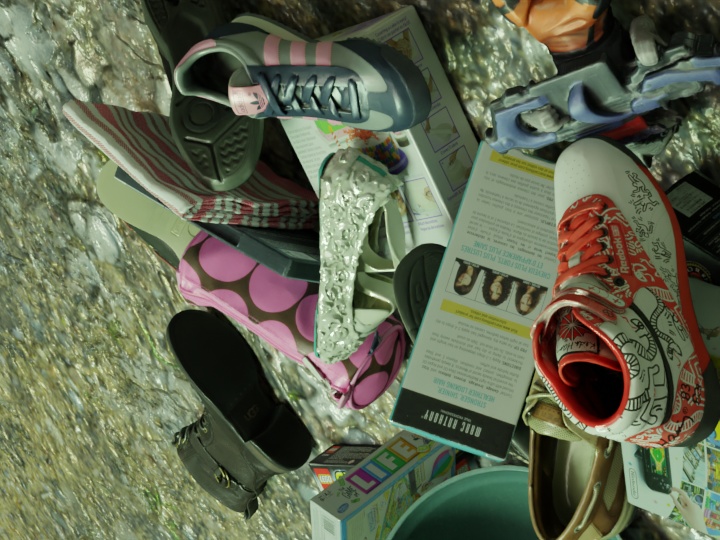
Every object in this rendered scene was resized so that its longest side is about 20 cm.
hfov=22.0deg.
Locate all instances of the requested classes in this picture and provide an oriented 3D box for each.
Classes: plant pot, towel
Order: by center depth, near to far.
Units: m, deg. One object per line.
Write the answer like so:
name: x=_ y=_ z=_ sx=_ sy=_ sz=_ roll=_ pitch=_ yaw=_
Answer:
plant pot: x=0.121 y=0.270 z=1.453 sx=0.200 sy=0.200 sz=0.134 roll=37 pitch=169 yaw=27
towel: x=-0.127 y=-0.086 z=1.455 sx=0.146 sy=0.200 sz=0.030 roll=38 pitch=107 yaw=25

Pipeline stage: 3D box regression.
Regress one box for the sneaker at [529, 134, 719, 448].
sneaker: x=0.138 y=0.005 z=1.069 sx=0.067 sy=0.108 sz=0.202 roll=-30 pitch=66 yaw=35

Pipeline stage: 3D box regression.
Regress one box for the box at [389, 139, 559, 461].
box: x=0.088 y=0.021 z=1.243 sx=0.082 sy=0.201 sz=0.049 roll=18 pitch=174 yaw=4

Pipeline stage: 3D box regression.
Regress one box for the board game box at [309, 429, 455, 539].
board game box: x=0.021 y=0.229 z=1.507 sx=0.034 sy=0.134 sz=0.200 roll=31 pitch=138 yaw=33

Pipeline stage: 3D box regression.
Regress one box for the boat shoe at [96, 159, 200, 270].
boat shoe: x=-0.142 y=-0.029 z=1.628 sx=0.201 sy=0.074 sz=0.063 roll=38 pitch=-177 yaw=7

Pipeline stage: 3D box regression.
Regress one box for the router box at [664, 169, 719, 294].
router box: x=0.243 y=0.056 z=1.202 sx=0.150 sy=0.062 sz=0.200 roll=34 pitch=141 yaw=28

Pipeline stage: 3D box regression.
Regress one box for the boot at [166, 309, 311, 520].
boot: x=-0.142 y=0.144 z=1.768 sx=0.200 sy=0.069 sz=0.174 roll=53 pitch=147 yaw=0

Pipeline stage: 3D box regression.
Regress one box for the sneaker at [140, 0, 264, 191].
sneaker: x=-0.109 y=-0.131 z=1.436 sx=0.114 sy=0.076 sz=0.200 roll=58 pitch=-172 yaw=-57

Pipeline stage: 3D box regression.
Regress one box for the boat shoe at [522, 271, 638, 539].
boat shoe: x=0.145 y=0.089 z=1.201 sx=0.076 sy=0.074 sz=0.201 roll=11 pitch=110 yaw=41

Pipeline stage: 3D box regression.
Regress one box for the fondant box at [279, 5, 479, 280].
fondant box: x=0.022 y=-0.082 z=1.371 sx=0.144 sy=0.058 sz=0.200 roll=-9 pitch=112 yaw=54

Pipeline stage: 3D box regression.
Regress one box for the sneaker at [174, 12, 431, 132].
sneaker: x=-0.044 y=-0.125 z=1.290 sx=0.200 sy=0.082 sz=0.070 roll=16 pitch=128 yaw=40

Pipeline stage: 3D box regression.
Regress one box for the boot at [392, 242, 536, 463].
boot: x=0.094 y=0.072 z=1.342 sx=0.204 sy=0.073 sz=0.154 roll=49 pitch=176 yaw=1

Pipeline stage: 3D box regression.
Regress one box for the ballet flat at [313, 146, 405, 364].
ballet flat: x=0.000 y=0.000 z=1.362 sx=0.072 sy=0.072 sz=0.200 roll=34 pitch=142 yaw=30

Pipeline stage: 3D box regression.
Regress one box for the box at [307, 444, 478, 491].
box: x=0.043 y=0.208 z=1.616 sx=0.200 sy=0.035 sz=0.110 roll=-7 pitch=112 yaw=54

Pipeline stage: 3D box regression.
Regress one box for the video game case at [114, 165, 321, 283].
video game case: x=-0.084 y=-0.034 z=1.490 sx=0.200 sy=0.143 sz=0.019 roll=28 pitch=101 yaw=35

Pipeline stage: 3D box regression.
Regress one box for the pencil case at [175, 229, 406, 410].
pencil case: x=-0.061 y=0.034 z=1.523 sx=0.200 sy=0.094 sz=0.091 roll=31 pitch=147 yaw=22

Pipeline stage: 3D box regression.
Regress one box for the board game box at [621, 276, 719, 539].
board game box: x=0.251 y=0.100 z=1.117 sx=0.200 sy=0.064 sz=0.148 roll=19 pitch=132 yaw=40

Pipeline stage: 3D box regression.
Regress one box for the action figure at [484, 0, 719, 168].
action figure: x=0.161 y=-0.154 z=1.130 sx=0.199 sy=0.105 sz=0.194 roll=-10 pitch=120 yaw=28
